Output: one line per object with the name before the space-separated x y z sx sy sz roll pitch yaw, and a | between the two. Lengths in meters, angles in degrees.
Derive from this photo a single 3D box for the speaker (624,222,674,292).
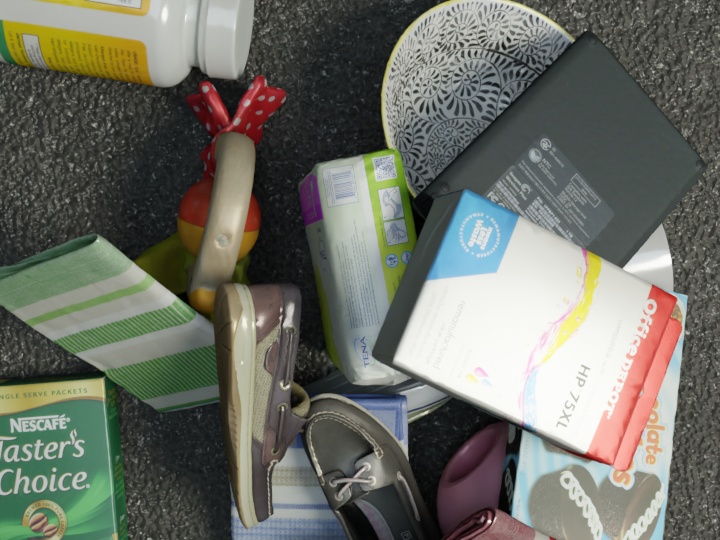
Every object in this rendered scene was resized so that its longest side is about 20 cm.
speaker | 0.141 0.007 0.863 0.196 0.081 0.083 -11 91 2

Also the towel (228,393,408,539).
towel | -0.032 0.185 0.863 0.144 0.024 0.204 0 114 1

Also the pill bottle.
pill bottle | -0.187 -0.206 0.848 0.196 0.113 0.115 8 91 1

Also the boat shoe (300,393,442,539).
boat shoe | 0.016 0.182 0.816 0.066 0.057 0.202 -25 111 12

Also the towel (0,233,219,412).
towel | -0.166 0.045 0.806 0.200 0.151 0.024 42 49 -36

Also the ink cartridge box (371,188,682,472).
ink cartridge box | 0.120 0.045 0.694 0.197 0.067 0.118 25 84 -10

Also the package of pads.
package of pads | 0.000 0.000 0.804 0.067 0.200 0.158 -11 91 -6

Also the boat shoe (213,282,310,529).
boat shoe | -0.067 0.098 0.774 0.064 0.072 0.203 -7 119 -13

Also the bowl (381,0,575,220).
bowl | 0.093 -0.097 0.840 0.197 0.094 0.205 5 73 -18

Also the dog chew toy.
dog chew toy | 0.152 0.215 0.851 0.124 0.125 0.200 -43 98 2

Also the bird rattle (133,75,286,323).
bird rattle | -0.102 -0.048 0.834 0.111 0.163 0.203 20 101 -17

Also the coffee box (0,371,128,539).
coffee box | -0.255 0.189 0.892 0.120 0.044 0.204 -3 91 1

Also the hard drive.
hard drive | 0.149 -0.063 0.782 0.140 0.033 0.200 47 66 -2

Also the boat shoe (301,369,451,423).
boat shoe | -0.005 0.118 0.883 0.197 0.072 0.063 -19 116 5

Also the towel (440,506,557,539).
towel | 0.121 0.234 0.771 0.198 0.023 0.144 28 130 -25

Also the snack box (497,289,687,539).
snack box | 0.168 0.106 0.785 0.114 0.037 0.204 12 76 -9
